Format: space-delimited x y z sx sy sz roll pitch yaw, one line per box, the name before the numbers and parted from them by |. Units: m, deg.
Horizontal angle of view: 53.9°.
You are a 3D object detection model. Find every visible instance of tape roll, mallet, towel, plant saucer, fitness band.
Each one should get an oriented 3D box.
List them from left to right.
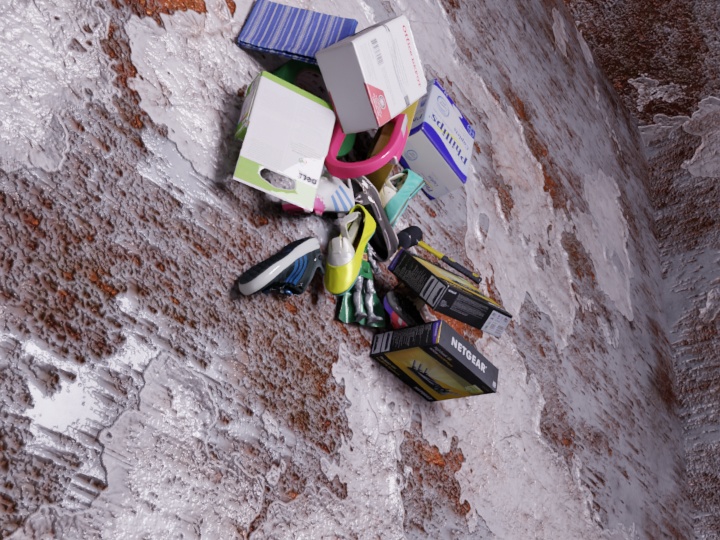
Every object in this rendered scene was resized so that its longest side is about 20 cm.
towel | -0.110 -0.435 1.286 0.198 0.024 0.146 13 53 1
tape roll | -0.089 -0.302 1.342 0.200 0.048 0.202 28 53 -44
fitness band | 0.010 -0.235 1.282 0.038 0.143 0.201 71 28 -42
plant saucer | 0.053 -0.259 1.423 0.048 0.200 0.201 23 49 -7
mallet | 0.159 -0.028 1.461 0.200 0.041 0.066 37 31 25

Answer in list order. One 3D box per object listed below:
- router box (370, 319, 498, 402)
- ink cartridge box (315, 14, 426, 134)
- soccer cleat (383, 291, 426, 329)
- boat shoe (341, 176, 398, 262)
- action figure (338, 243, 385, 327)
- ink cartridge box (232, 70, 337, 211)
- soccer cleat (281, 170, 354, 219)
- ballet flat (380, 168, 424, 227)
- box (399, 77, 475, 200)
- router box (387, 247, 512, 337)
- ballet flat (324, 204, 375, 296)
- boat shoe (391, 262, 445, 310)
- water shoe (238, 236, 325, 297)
router box | 0.140 0.173 1.324 0.200 0.157 0.053 40 49 -34
ink cartridge box | 0.025 -0.344 1.239 0.200 0.082 0.148 -45 122 -48
soccer cleat | 0.092 0.112 1.347 0.200 0.073 0.069 42 27 -39
boat shoe | 0.013 -0.105 1.369 0.201 0.067 0.057 58 30 -23
action figure | 0.000 0.000 1.316 0.118 0.055 0.201 18 56 -45
ink cartridge box | -0.135 -0.204 1.177 0.147 0.076 0.201 21 68 -24
soccer cleat | -0.076 -0.137 1.257 0.200 0.069 0.087 -3 92 -62
ballet flat | 0.073 -0.155 1.489 0.070 0.067 0.200 38 40 -2
box | 0.169 -0.305 1.643 0.184 0.104 0.201 45 43 -30
router box | 0.168 0.042 1.324 0.199 0.052 0.157 24 13 -41
ballet flat | -0.025 -0.044 1.244 0.201 0.066 0.067 -66 145 -44
boat shoe | 0.116 0.020 1.439 0.200 0.072 0.072 -39 117 -47
water shoe | -0.114 0.009 1.138 0.200 0.071 0.079 -39 110 -53
